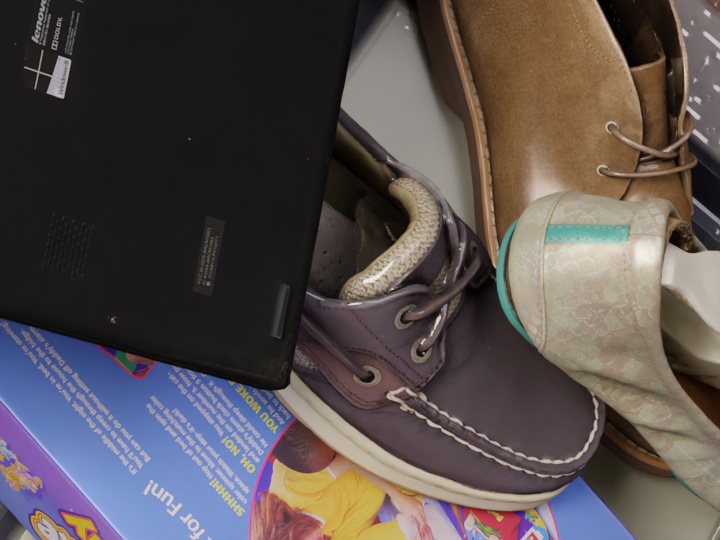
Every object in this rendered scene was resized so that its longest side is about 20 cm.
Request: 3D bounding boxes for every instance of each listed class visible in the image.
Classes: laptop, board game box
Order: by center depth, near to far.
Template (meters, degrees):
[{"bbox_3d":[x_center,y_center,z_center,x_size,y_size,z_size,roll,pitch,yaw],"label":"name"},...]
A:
[{"bbox_3d":[-0.110,-0.081,0.749,0.200,0.116,0.188,17,80,-40],"label":"laptop"},{"bbox_3d":[-0.023,0.061,0.854,0.200,0.045,0.134,49,57,-3],"label":"board game box"}]

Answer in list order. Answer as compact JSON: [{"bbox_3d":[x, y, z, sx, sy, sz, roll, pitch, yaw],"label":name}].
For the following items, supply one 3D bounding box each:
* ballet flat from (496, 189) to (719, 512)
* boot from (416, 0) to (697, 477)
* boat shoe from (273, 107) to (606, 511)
[{"bbox_3d":[0.113,0.032,0.859,0.200,0.062,0.068,31,59,-50],"label":"ballet flat"},{"bbox_3d":[0.081,-0.031,0.926,0.073,0.075,0.200,-15,81,-36],"label":"boot"},{"bbox_3d":[0.000,0.000,0.817,0.200,0.065,0.072,40,55,-17],"label":"boat shoe"}]
